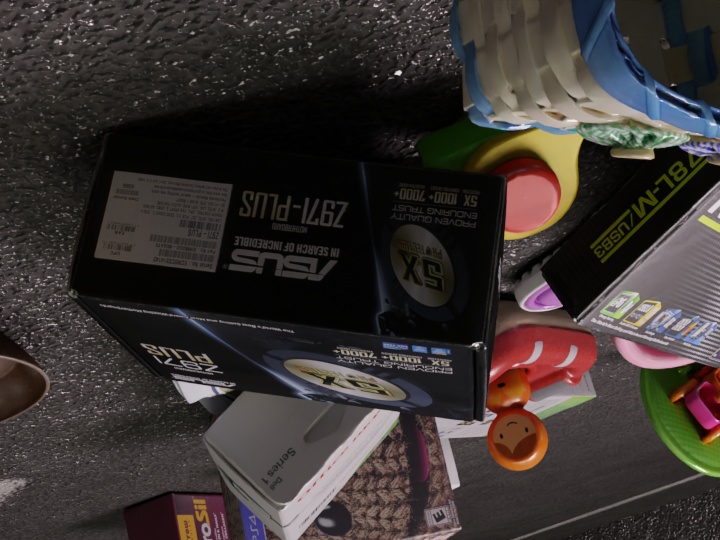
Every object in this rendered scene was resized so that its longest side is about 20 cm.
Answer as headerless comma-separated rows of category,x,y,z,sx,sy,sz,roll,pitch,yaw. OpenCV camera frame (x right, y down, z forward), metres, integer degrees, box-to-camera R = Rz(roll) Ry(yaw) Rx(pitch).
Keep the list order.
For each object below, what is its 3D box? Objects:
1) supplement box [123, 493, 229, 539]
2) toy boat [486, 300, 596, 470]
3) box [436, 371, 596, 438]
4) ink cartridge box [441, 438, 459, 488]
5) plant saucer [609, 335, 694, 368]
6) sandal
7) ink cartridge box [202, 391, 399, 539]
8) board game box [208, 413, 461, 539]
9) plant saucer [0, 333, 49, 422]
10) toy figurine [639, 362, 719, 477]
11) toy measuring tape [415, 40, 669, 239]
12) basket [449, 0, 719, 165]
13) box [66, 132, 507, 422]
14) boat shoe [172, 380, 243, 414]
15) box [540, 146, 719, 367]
supplement box,-0.196,0.348,1.448,0.085,0.111,0.200,-24,158,26
toy boat,0.122,0.106,0.974,0.130,0.132,0.199,-30,154,37
box,0.139,0.145,1.234,0.199,0.037,0.144,7,152,-41
ink cartridge box,-0.010,0.236,1.304,0.199,0.088,0.145,0,156,-36
plant saucer,0.247,-0.017,0.773,0.199,0.051,0.201,-19,142,-15
sandal,0.189,-0.007,0.836,0.082,0.050,0.203,-4,157,-27
ink cartridge box,-0.040,0.126,0.901,0.146,0.084,0.200,-47,167,-16
board game box,-0.028,0.191,1.067,0.198,0.161,0.097,-8,159,-17
plant saucer,-0.311,0.076,0.760,0.199,0.035,0.200,-12,161,-4
toy figurine,0.417,0.095,1.180,0.199,0.151,0.184,-24,163,-46
toy measuring tape,0.115,-0.066,0.605,0.199,0.074,0.074,-21,159,6
basket,0.136,-0.113,0.388,0.175,0.140,0.200,-1,166,-29
box,-0.027,0.010,0.596,0.198,0.087,0.164,7,162,7
boat shoe,-0.105,0.054,0.807,0.062,0.072,0.200,-32,167,-4
box,0.227,-0.032,0.657,0.193,0.048,0.199,-45,144,23
